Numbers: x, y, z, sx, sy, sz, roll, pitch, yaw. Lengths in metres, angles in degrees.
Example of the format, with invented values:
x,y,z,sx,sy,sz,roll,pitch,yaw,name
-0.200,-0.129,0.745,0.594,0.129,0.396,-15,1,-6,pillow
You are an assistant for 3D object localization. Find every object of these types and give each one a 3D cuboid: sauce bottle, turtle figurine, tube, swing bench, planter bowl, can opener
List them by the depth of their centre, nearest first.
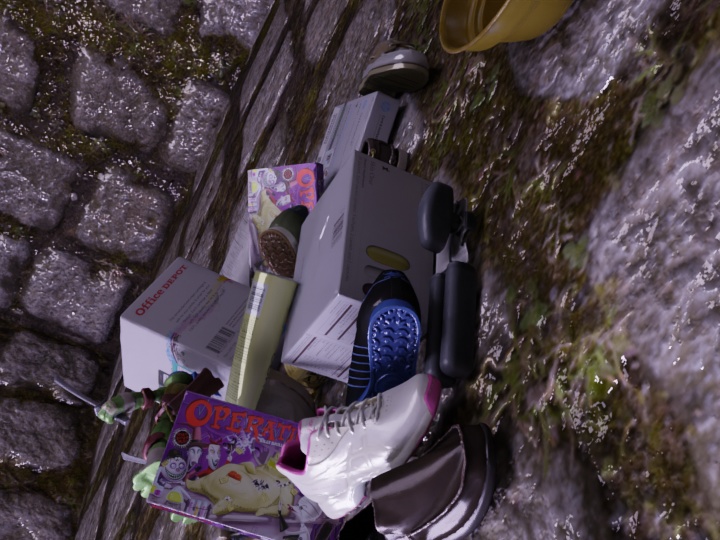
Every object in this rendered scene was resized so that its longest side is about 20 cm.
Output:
x,y,z,sx,sy,sz,roll,pitch,yaw,name
0.078,0.012,0.792,0.053,0.066,0.202,-42,38,52,can opener
0.165,-0.296,0.825,0.201,0.083,0.202,-55,24,38,planter bowl
-0.122,0.102,0.940,0.058,0.051,0.202,27,-101,-71,tube
-0.250,0.213,0.981,0.194,0.198,0.145,-120,24,-58,turtle figurine
-0.128,0.261,1.006,0.200,0.129,0.200,-45,30,39,swing bench
-0.067,0.120,1.069,0.200,0.064,0.065,-53,25,44,sauce bottle

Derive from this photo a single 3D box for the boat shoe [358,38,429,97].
x,y,z,sx,sy,sz,roll,pitch,yaw,name
0.045,-0.287,1.152,0.200,0.074,0.069,-168,93,-71,boat shoe

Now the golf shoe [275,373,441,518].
x,y,z,sx,sy,sz,roll,pitch,yaw,name
-0.005,0.153,0.754,0.200,0.091,0.076,-50,14,32,golf shoe

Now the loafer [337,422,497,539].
x,y,z,sx,sy,sz,roll,pitch,yaw,name
0.042,0.196,0.686,0.201,0.071,0.073,-57,23,33,loafer

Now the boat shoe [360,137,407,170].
x,y,z,sx,sy,sz,roll,pitch,yaw,name
-0.004,-0.076,1.096,0.202,0.059,0.072,-66,20,11,boat shoe

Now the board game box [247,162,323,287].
x,y,z,sx,sy,sz,roll,pitch,yaw,name
-0.108,-0.051,1.204,0.032,0.119,0.203,8,-100,-69,board game box

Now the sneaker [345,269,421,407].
x,y,z,sx,sy,sz,roll,pitch,yaw,name
0.023,0.095,0.807,0.078,0.069,0.202,-89,9,-58,sneaker

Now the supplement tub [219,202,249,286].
x,y,z,sx,sy,sz,roll,pitch,yaw,name
-0.145,-0.014,1.309,0.202,0.131,0.132,-67,20,11,supplement tub

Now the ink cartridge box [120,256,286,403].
x,y,z,sx,sy,sz,roll,pitch,yaw,name
-0.210,0.108,1.152,0.147,0.198,0.147,-54,-18,-46,ink cartridge box

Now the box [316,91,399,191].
x,y,z,sx,sy,sz,roll,pitch,yaw,name
-0.017,-0.177,1.238,0.158,0.041,0.200,-72,18,-3,box

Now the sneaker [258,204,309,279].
x,y,z,sx,sy,sz,roll,pitch,yaw,name
-0.068,0.004,1.090,0.066,0.202,0.090,2,39,26,sneaker

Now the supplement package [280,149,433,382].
x,y,z,sx,sy,sz,roll,pitch,yaw,name
0.000,0.000,0.934,0.156,0.110,0.202,-48,29,47,supplement package

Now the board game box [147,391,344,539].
x,y,z,sx,sy,sz,roll,pitch,yaw,name
-0.106,0.211,0.859,0.032,0.198,0.121,101,-176,-63,board game box
